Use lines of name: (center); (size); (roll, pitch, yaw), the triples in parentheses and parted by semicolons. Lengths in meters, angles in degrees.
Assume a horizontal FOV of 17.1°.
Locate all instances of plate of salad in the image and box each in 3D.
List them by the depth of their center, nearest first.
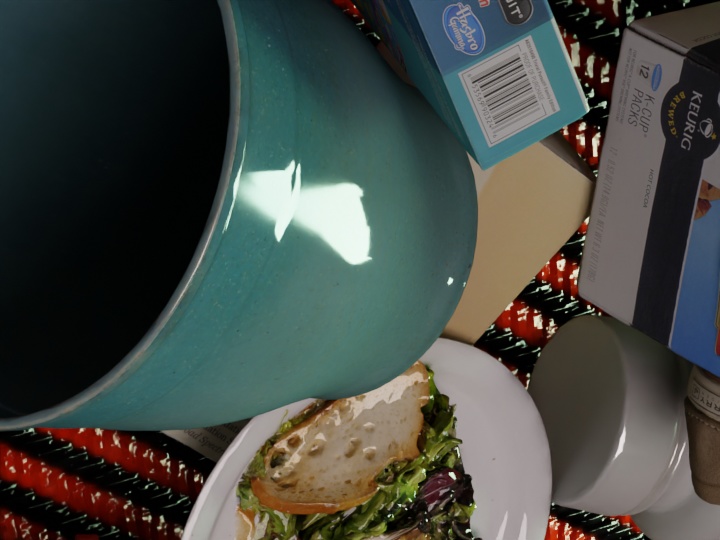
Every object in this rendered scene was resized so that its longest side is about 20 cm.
plate of salad: (0.009, 0.125, 1.033); (0.200, 0.048, 0.201); (-16, 118, -31)

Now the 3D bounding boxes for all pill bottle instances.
pill bottle: (0.183, 0.082, 1.137); (0.199, 0.114, 0.115); (12, 115, -27)

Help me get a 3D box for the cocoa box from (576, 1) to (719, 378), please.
cocoa box: (0.214, -0.041, 1.025); (0.200, 0.131, 0.134); (-16, 127, -39)

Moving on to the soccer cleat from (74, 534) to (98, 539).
soccer cleat: (-0.084, 0.166, 1.088); (0.199, 0.069, 0.078); (3, 98, -4)

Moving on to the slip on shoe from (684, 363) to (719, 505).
slip on shoe: (0.216, 0.051, 1.065); (0.200, 0.076, 0.061); (-21, 125, -44)

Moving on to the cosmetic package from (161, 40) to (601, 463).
cosmetic package: (0.000, 0.000, 1.043); (0.105, 0.071, 0.200); (32, 105, -34)

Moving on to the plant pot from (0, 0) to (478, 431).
plant pot: (-0.060, -0.031, 0.898); (0.188, 0.200, 0.200); (14, 116, -50)

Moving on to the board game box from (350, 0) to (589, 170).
board game box: (0.005, -0.149, 0.876); (0.047, 0.200, 0.151); (-28, 126, -3)

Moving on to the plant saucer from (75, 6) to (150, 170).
plant saucer: (-0.182, -0.118, 0.925); (0.199, 0.037, 0.200); (14, 114, -28)
